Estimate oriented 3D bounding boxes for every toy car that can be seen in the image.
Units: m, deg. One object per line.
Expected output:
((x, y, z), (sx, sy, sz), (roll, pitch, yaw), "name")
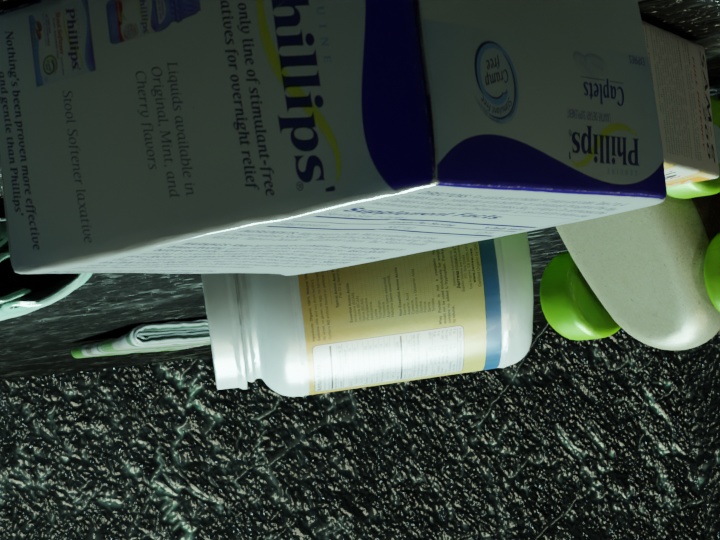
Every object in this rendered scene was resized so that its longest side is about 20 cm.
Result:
((0.202, -0.065, 1.314), (0.200, 0.159, 0.164), (-40, -161, -35), "toy car")

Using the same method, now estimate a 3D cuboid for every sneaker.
((-0.264, 0.005, 1.421), (0.199, 0.074, 0.118), (-17, -177, -8), "sneaker")

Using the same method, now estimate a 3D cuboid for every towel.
((-0.245, 0.079, 2.679), (0.148, 0.031, 0.200), (-3, 175, -30), "towel")

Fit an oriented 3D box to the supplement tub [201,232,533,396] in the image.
((0.000, 0.000, 1.402), (0.198, 0.146, 0.145), (-7, 175, -4), "supplement tub")

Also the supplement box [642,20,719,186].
((0.090, -0.075, 1.100), (0.125, 0.074, 0.200), (-9, 175, 23), "supplement box")

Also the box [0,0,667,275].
((-0.011, -0.063, 0.878), (0.199, 0.106, 0.183), (-10, 174, 33), "box")
